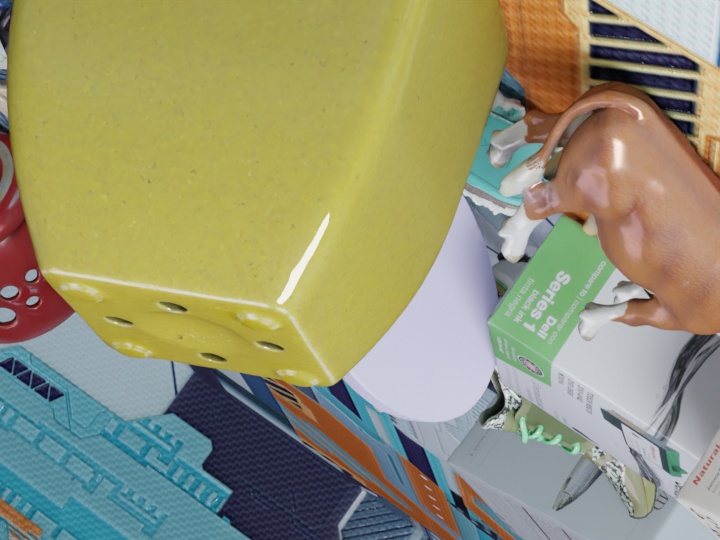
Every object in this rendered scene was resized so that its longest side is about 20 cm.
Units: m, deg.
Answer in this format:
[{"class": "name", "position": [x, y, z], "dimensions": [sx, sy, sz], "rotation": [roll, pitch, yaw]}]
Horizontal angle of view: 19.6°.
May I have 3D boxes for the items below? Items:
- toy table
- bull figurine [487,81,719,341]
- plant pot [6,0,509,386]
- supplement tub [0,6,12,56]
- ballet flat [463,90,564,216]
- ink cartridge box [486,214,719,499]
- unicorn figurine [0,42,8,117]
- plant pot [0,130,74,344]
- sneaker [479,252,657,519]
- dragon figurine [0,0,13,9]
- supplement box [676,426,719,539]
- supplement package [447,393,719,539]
[{"class": "toy table", "position": [0.000, 0.000, 1.322], "dimensions": [0.117, 0.183, 0.202], "rotation": [-8, 98, 65]}, {"class": "bull figurine", "position": [0.147, -0.010, 1.010], "dimensions": [0.121, 0.065, 0.200], "rotation": [-17, 123, 40]}, {"class": "plant pot", "position": [-0.055, -0.062, 0.946], "dimensions": [0.194, 0.202, 0.194], "rotation": [10, 162, 14]}, {"class": "supplement tub", "position": [-0.140, -0.133, 1.272], "dimensions": [0.199, 0.108, 0.107], "rotation": [31, 171, -13]}, {"class": "ballet flat", "position": [0.022, -0.093, 1.107], "dimensions": [0.199, 0.072, 0.072], "rotation": [36, 170, 3]}, {"class": "ink cartridge box", "position": [0.182, 0.071, 1.237], "dimensions": [0.199, 0.085, 0.146], "rotation": [34, 170, 16]}, {"class": "unicorn figurine", "position": [-0.229, -0.195, 1.327], "dimensions": [0.136, 0.202, 0.074], "rotation": [8, -179, -10]}, {"class": "plant pot", "position": [-0.411, -0.047, 2.361], "dimensions": [0.200, 0.201, 0.183], "rotation": [29, 159, 34]}, {"class": "sneaker", "position": [0.122, 0.090, 1.392], "dimensions": [0.201, 0.088, 0.077], "rotation": [56, 173, -4]}, {"class": "dragon figurine", "position": [-0.211, -0.227, 1.039], "dimensions": [0.201, 0.099, 0.059], "rotation": [57, -174, 17]}, {"class": "supplement box", "position": [0.266, 0.105, 1.001], "dimensions": [0.073, 0.126, 0.200], "rotation": [42, 169, -35]}, {"class": "supplement package", "position": [0.183, 0.156, 1.508], "dimensions": [0.199, 0.117, 0.117], "rotation": [25, 162, 46]}]
